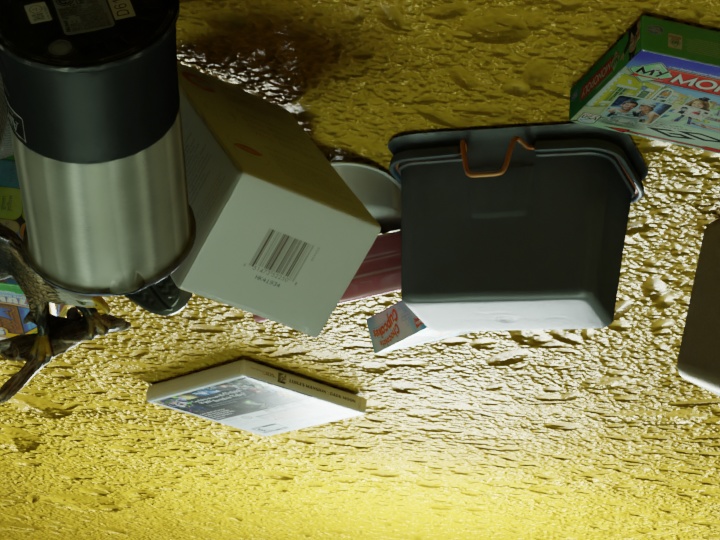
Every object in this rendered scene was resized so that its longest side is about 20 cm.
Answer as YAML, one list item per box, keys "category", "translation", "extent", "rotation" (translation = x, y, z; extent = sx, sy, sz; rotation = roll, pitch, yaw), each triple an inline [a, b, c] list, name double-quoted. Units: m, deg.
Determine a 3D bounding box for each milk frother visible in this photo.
- category: "milk frother"
  translation: [-0.125, -0.113, 1.259]
  extent: [0.198, 0.182, 0.189]
  rotation: [-1, 135, -1]

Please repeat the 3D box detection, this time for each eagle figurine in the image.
- category: "eagle figurine"
  translation: [-0.232, -0.016, 1.435]
  extent: [0.149, 0.152, 0.201]
  rotation: [2, 134, 17]

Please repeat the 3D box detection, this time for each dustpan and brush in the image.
- category: "dustpan and brush"
  translation: [-0.036, -0.068, 1.620]
  extent: [0.138, 0.058, 0.200]
  rotation: [-11, 169, 5]

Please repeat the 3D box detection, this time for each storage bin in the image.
- category: "storage bin"
  translation: [0.118, -0.030, 1.555]
  extent: [0.198, 0.136, 0.146]
  rotation: [-3, 159, 20]

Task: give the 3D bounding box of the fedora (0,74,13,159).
- category: "fedora"
  translation: [-0.282, -0.133, 1.349]
  extent: [0.090, 0.200, 0.178]
  rotation: [-9, 137, -57]

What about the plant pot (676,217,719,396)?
- category: "plant pot"
  translation: [0.377, 0.043, 1.625]
  extent: [0.176, 0.202, 0.199]
  rotation: [2, 164, 45]

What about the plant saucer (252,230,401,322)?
- category: "plant saucer"
  translation: [0.000, 0.000, 1.712]
  extent: [0.199, 0.051, 0.201]
  rotation: [-13, 180, 0]

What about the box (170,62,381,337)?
- category: "box"
  translation: [-0.090, -0.056, 1.435]
  extent: [0.124, 0.098, 0.200]
  rotation: [21, -161, -32]

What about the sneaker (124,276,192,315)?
- category: "sneaker"
  translation: [-0.175, -0.049, 1.559]
  extent: [0.076, 0.200, 0.114]
  rotation: [-53, 154, 22]

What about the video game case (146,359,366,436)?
- category: "video game case"
  translation: [-0.122, 0.150, 2.299]
  extent: [0.181, 0.024, 0.199]
  rotation: [20, 157, -35]

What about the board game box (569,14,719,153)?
- category: "board game box"
  translation: [0.265, -0.123, 1.410]
  extent: [0.198, 0.029, 0.135]
  rotation: [11, 161, -13]

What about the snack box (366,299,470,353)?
- category: "snack box"
  translation: [0.117, 0.027, 1.753]
  extent: [0.198, 0.037, 0.116]
  rotation: [-11, 170, -28]

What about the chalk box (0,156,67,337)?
- category: "chalk box"
  translation: [-0.313, -0.029, 1.697]
  extent: [0.123, 0.126, 0.200]
  rotation: [7, 162, -4]
